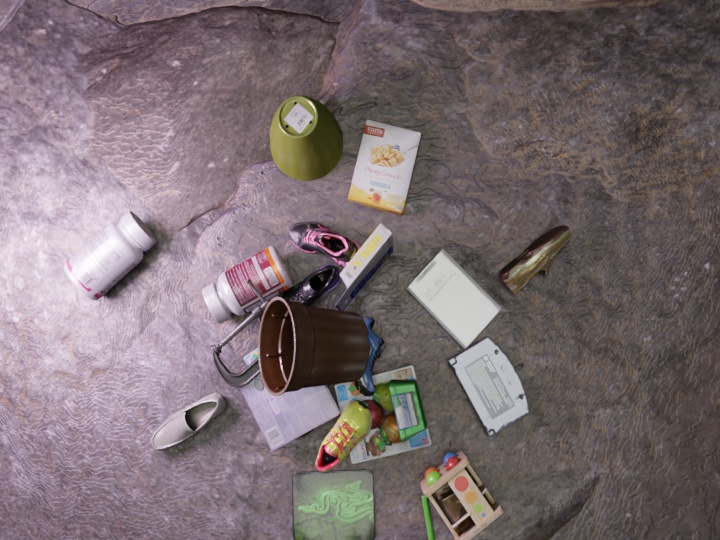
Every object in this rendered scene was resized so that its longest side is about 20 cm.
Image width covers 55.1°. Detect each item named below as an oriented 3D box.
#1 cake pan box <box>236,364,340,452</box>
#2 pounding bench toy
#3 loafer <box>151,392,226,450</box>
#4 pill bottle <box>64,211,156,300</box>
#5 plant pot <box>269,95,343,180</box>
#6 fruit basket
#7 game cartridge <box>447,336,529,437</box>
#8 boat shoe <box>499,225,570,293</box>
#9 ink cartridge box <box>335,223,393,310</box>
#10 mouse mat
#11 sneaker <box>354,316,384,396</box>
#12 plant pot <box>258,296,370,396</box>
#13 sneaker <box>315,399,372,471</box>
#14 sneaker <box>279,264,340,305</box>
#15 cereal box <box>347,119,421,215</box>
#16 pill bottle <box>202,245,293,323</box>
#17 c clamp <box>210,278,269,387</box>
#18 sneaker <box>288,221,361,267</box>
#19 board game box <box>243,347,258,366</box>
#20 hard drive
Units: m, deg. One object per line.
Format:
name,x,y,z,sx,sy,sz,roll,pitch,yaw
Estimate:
cake pan box,-0.164,0.289,1.587,0.181,0.052,0.204,-29,91,-1
pounding bench toy,0.191,0.526,1.556,0.198,0.124,0.157,-37,85,-3
loafer,-0.405,0.352,1.607,0.198,0.070,0.071,-36,85,-3
pill bottle,-0.586,-0.037,1.627,0.199,0.113,0.114,-41,85,-3
plant pot,-0.134,-0.327,1.606,0.181,0.200,0.193,0,84,0
fruit basket,0.050,0.334,1.594,0.194,0.094,0.191,-13,85,3
game cartridge,0.308,0.269,1.625,0.131,0.042,0.204,-28,85,-6
boat shoe,0.426,-0.023,1.643,0.198,0.072,0.077,-38,99,4
ink cartridge box,0.000,0.000,1.573,0.047,0.198,0.201,41,85,7
mouse mat,-0.063,0.554,1.616,0.194,0.008,0.166,-2,84,0
sneaker,0.018,0.190,1.592,0.086,0.079,0.205,-3,59,-7
plant pot,-0.095,0.164,1.484,0.194,0.199,0.207,4,83,-29
sneaker,-0.040,0.381,1.551,0.077,0.090,0.203,35,115,15
sneaker,-0.135,0.053,1.624,0.199,0.088,0.076,-42,86,-3
cereal box,0.058,-0.251,1.676,0.140,0.040,0.206,13,85,2
pill bottle,-0.265,0.035,1.617,0.196,0.110,0.112,-28,85,-2
c clamp,-0.262,0.153,1.559,0.171,0.027,0.200,44,85,-3
sneaker,-0.092,-0.072,1.620,0.196,0.095,0.081,19,87,22
board game box,-0.159,0.208,1.630,0.197,0.034,0.136,-33,91,-3
hard drive,0.223,0.067,1.650,0.132,0.026,0.200,-45,86,-3
